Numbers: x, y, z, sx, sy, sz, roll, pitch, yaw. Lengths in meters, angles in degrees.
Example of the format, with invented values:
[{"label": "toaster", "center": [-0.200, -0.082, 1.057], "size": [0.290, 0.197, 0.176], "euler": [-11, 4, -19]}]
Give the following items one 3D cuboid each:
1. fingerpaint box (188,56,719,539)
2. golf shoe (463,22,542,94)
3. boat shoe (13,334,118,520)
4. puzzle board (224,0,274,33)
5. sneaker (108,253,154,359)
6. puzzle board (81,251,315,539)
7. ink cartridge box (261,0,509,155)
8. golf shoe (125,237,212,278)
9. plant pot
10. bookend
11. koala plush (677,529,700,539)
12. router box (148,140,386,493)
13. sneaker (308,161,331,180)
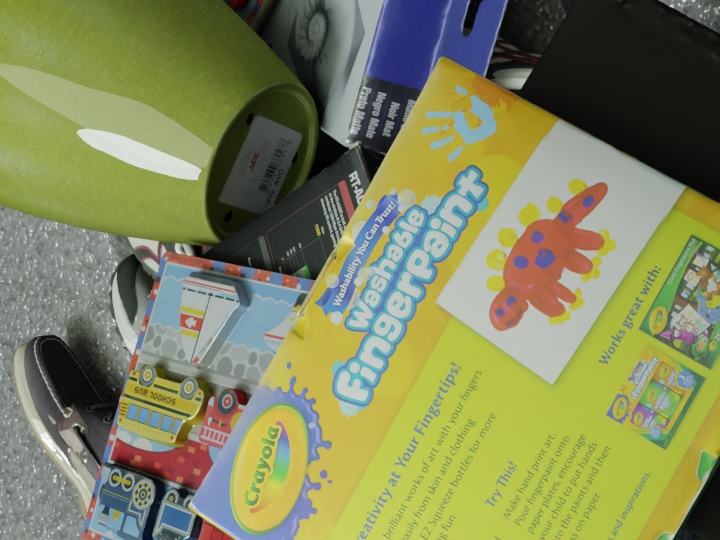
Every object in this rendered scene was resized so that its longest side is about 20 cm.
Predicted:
[{"label": "fingerpaint box", "center": [0.057, 0.048, 0.554], "size": [0.166, 0.073, 0.201], "euler": [29, 91, 16]}, {"label": "golf shoe", "center": [0.063, -0.093, 0.769], "size": [0.199, 0.088, 0.078], "euler": [9, 104, 38]}, {"label": "boat shoe", "center": [-0.174, 0.124, 0.997], "size": [0.065, 0.072, 0.201], "euler": [-38, 71, 22]}, {"label": "puzzle board", "center": [-0.087, -0.216, 0.857], "size": [0.200, 0.017, 0.152], "euler": [-52, 56, 46]}, {"label": "sneaker", "center": [-0.086, 0.061, 0.922], "size": [0.079, 0.074, 0.200], "euler": [-47, 73, 20]}, {"label": "puzzle board", "center": [-0.046, 0.076, 0.663], "size": [0.199, 0.017, 0.152], "euler": [11, 83, 39]}, {"label": "ink cartridge box", "center": [0.014, -0.169, 0.765], "size": [0.200, 0.040, 0.201], "euler": [37, 116, 56]}, {"label": "golf shoe", "center": [-0.089, -0.016, 0.869], "size": [0.200, 0.077, 0.088], "euler": [49, 164, 27]}, {"label": "plant pot", "center": [-0.126, -0.096, 0.789], "size": [0.199, 0.187, 0.189], "euler": [26, 112, 28]}, {"label": "bookend", "center": [0.125, 0.002, 0.627], "size": [0.198, 0.092, 0.201], "euler": [32, 92, 16]}, {"label": "koala plush", "center": [0.109, 0.153, 0.716], "size": [0.201, 0.176, 0.184], "euler": [-63, 25, 0]}, {"label": "router box", "center": [-0.013, 0.063, 0.693], "size": [0.149, 0.062, 0.201], "euler": [-33, 58, 26]}, {"label": "sneaker", "center": [0.000, 0.000, 0.839], "size": [0.199, 0.071, 0.084], "euler": [30, 115, 31]}]
